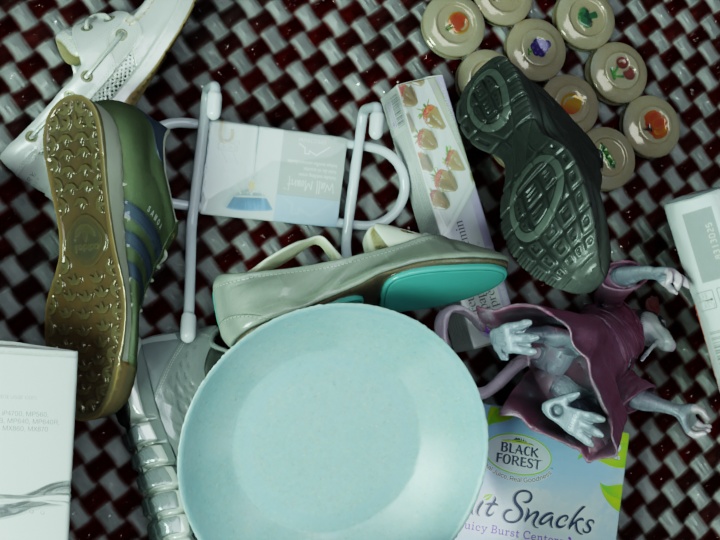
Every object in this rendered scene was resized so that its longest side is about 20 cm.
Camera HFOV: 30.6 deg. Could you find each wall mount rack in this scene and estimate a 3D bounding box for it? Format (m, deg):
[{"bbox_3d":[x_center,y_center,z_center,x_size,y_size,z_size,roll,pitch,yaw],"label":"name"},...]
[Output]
[{"bbox_3d":[-0.057,-0.036,0.907,0.200,0.075,0.174,6,95,-14],"label":"wall mount rack"}]

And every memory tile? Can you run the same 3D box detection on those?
[{"bbox_3d":[0.148,-0.148,1.011,0.153,0.017,0.200,-33,93,-17],"label":"memory tile"}]

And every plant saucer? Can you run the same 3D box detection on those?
[{"bbox_3d":[-0.019,0.114,0.843,0.201,0.039,0.201,-3,102,-13],"label":"plant saucer"}]

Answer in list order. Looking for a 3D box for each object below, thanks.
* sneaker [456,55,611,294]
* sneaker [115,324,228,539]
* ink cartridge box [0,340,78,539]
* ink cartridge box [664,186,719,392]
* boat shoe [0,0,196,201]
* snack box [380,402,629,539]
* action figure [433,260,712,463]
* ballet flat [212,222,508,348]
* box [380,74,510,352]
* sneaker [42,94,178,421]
[{"bbox_3d":[0.138,-0.066,0.913,0.091,0.076,0.200,18,43,-37],"label":"sneaker"},{"bbox_3d":[-0.090,0.129,0.875,0.115,0.075,0.200,-15,86,-20],"label":"sneaker"},{"bbox_3d":[-0.233,0.146,0.788,0.085,0.146,0.200,4,82,-30],"label":"ink cartridge box"},{"bbox_3d":[0.292,0.015,0.978,0.050,0.200,0.162,-18,87,25],"label":"ink cartridge box"},{"bbox_3d":[-0.173,-0.143,0.888,0.069,0.071,0.200,32,76,-11],"label":"boat shoe"},{"bbox_3d":[0.089,0.196,0.920,0.169,0.068,0.200,11,78,-14],"label":"snack box"},{"bbox_3d":[0.163,0.064,0.934,0.200,0.149,0.134,-25,110,-58],"label":"action figure"},{"bbox_3d":[0.000,0.000,0.861,0.200,0.067,0.064,-15,67,-16],"label":"ballet flat"},{"bbox_3d":[0.064,-0.041,0.960,0.039,0.041,0.200,-15,86,-18],"label":"box"},{"bbox_3d":[-0.148,-0.010,0.838,0.090,0.067,0.200,-7,96,-59],"label":"sneaker"}]
